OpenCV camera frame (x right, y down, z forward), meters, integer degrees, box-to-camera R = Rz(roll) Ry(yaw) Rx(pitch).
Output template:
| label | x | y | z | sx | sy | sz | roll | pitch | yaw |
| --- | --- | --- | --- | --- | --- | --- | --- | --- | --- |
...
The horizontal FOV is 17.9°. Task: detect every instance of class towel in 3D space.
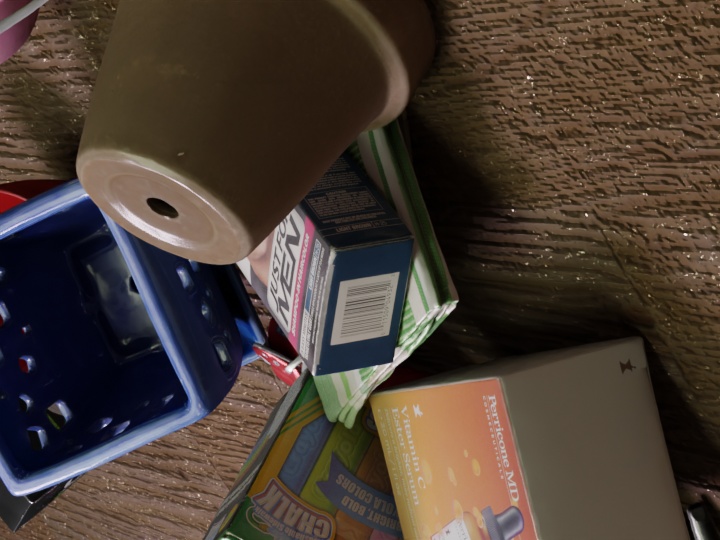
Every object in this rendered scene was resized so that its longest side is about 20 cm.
| label | x | y | z | sx | sy | sz | roll | pitch | yaw |
| --- | --- | --- | --- | --- | --- | --- | --- | --- | --- |
| towel | 0.000 | 0.000 | 1.491 | 0.200 | 0.023 | 0.153 | -52 | 52 | 57 |

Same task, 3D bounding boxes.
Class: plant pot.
| label | x | y | z | sx | sy | sz | roll | pitch | yaw |
| --- | --- | --- | --- | --- | --- | --- | --- | --- | --- |
| plant pot | -0.195 | 0.030 | 1.750 | 0.199 | 0.180 | 0.201 | -23 | 95 | 25 |
| plant pot | -0.078 | -0.103 | 1.338 | 0.199 | 0.175 | 0.200 | 22 | 157 | 10 |

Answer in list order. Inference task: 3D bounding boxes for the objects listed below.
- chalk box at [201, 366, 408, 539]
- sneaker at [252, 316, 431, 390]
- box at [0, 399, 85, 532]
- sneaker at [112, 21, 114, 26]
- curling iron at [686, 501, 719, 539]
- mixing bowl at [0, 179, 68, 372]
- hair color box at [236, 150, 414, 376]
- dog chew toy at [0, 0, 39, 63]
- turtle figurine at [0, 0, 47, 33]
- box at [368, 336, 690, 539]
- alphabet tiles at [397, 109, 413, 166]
| label | x | y | z | sx | sy | sz | roll | pitch | yaw |
| --- | --- | --- | --- | --- | --- | --- | --- | --- | --- |
| chalk box | -0.036 | 0.187 | 1.579 | 0.123 | 0.200 | 0.124 | 30 | 151 | -5 |
| sneaker | -0.012 | 0.071 | 1.698 | 0.113 | 0.071 | 0.200 | 52 | 160 | -14 |
| box | -0.272 | 0.119 | 2.088 | 0.124 | 0.200 | 0.149 | 49 | 158 | 3 |
| sneaker | -0.128 | -0.104 | 1.642 | 0.072 | 0.072 | 0.201 | 26 | 146 | 60 |
| curling iron | 0.259 | 0.238 | 1.502 | 0.201 | 0.050 | 0.026 | 61 | 155 | -13 |
| mixing bowl | -0.258 | -0.001 | 1.954 | 0.199 | 0.108 | 0.201 | 17 | 125 | 26 |
| hair color box | -0.040 | -0.033 | 1.467 | 0.200 | 0.060 | 0.100 | 53 | 143 | 46 |
| dog chew toy | -0.294 | -0.236 | 1.686 | 0.124 | 0.124 | 0.200 | 43 | 148 | 15 |
| turtle figurine | -0.203 | -0.208 | 1.480 | 0.193 | 0.200 | 0.144 | 22 | 159 | 39 |
| box | 0.106 | 0.133 | 1.463 | 0.200 | 0.106 | 0.153 | -17 | 87 | 66 |
| alphabet tiles | -0.026 | -0.117 | 1.511 | 0.166 | 0.006 | 0.200 | 36 | 154 | 29 |
